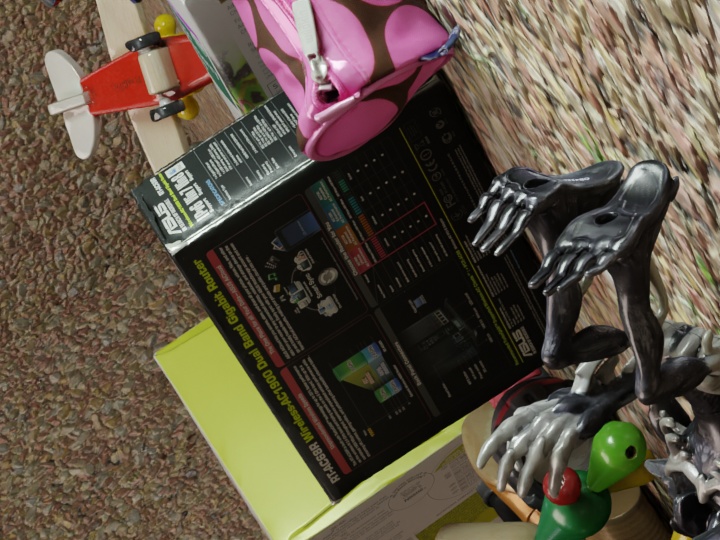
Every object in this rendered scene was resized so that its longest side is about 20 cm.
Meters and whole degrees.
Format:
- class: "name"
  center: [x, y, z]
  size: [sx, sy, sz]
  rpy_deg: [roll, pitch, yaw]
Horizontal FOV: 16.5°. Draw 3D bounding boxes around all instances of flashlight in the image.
- class: "flashlight"
  center: [0.079, 0.060, 1.373]
  size: [0.200, 0.068, 0.068]
  rpy_deg: [-128, 32, -60]

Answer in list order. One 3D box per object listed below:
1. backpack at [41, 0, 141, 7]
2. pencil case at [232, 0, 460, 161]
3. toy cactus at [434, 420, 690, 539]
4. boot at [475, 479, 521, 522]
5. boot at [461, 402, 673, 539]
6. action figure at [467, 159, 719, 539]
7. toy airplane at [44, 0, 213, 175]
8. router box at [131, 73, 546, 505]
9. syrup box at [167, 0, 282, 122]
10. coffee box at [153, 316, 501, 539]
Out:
- class: "backpack"
  center: [-0.169, -0.254, 1.359]
  size: [0.191, 0.154, 0.200]
  rpy_deg: [66, -175, 32]
- class: "pencil case"
  center: [-0.043, -0.146, 1.042]
  size: [0.200, 0.091, 0.094]
  rpy_deg: [54, -149, 8]
- class: "toy cactus"
  center: [0.112, 0.164, 1.262]
  size: [0.164, 0.102, 0.201]
  rpy_deg: [7, 134, 29]
- class: "boot"
  center: [0.157, 0.209, 1.569]
  size: [0.201, 0.065, 0.165]
  rpy_deg: [59, -174, 17]
- class: "boot"
  center: [0.133, 0.156, 1.398]
  size: [0.144, 0.071, 0.201]
  rpy_deg: [62, 169, -27]
- class: "action figure"
  center: [0.098, 0.058, 0.846]
  size: [0.119, 0.102, 0.200]
  rpy_deg: [29, 152, 57]
- class: "toy airplane"
  center: [-0.178, -0.169, 2.159]
  size: [0.199, 0.141, 0.201]
  rpy_deg: [40, 135, 29]
- class: "router box"
  center: [0.000, 0.000, 1.210]
  size: [0.062, 0.149, 0.200]
  rpy_deg: [53, 175, 49]
- class: "syrup box"
  center: [-0.037, -0.112, 1.272]
  size: [0.079, 0.081, 0.200]
  rpy_deg: [52, 175, 43]
- class: "coffee box"
  center: [-0.005, 0.118, 1.882]
  size: [0.200, 0.200, 0.198]
  rpy_deg: [54, 175, 28]
